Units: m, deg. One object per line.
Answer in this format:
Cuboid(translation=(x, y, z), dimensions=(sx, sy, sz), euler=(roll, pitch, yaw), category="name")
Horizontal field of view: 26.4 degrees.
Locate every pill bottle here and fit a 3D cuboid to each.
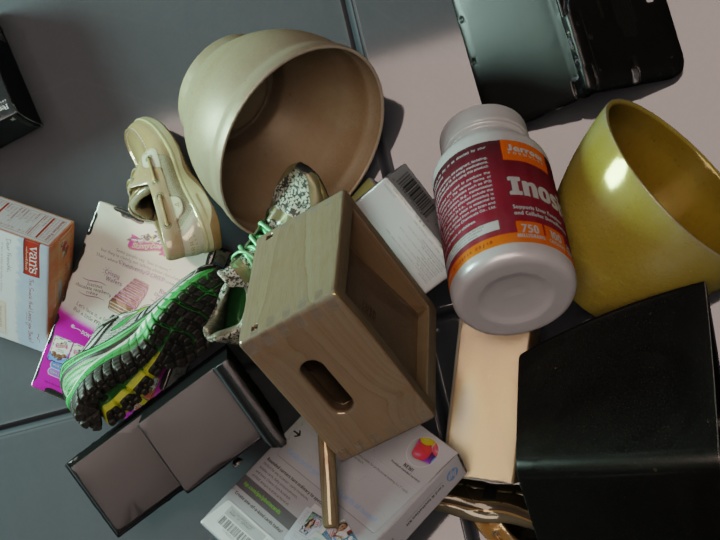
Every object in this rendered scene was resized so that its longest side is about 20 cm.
Cuboid(translation=(0.124, -0.051, 1.381), dimensions=(0.112, 0.113, 0.201), euler=(-15, 49, 9), category="pill bottle")

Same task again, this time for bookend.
Cuboid(translation=(-0.175, 0.168, 1.412), dimensions=(0.198, 0.200, 0.092), euler=(-36, 94, -5), category="bookend")

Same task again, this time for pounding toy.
Cuboid(translation=(-0.021, 0.080, 1.354), dimensions=(0.141, 0.185, 0.200), euler=(-27, 120, 21), category="pounding toy")

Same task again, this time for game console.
Cuboid(translation=(0.200, -0.259, 1.523), dimensions=(0.174, 0.116, 0.202), euler=(-13, 82, -21), category="game console")

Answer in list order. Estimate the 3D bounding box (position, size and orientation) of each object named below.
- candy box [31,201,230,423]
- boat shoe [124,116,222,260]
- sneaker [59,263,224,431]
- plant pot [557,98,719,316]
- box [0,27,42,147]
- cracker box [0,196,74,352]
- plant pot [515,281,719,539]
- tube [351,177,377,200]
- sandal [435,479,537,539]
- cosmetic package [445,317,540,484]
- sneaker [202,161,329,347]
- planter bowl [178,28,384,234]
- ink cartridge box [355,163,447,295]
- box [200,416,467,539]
Cuboid(translation=(-0.231, 0.048, 1.550), dimensions=(0.135, 0.061, 0.202), euler=(21, 90, 10), category="candy box")
Cuboid(translation=(-0.201, -0.082, 1.514), dimensions=(0.064, 0.073, 0.200), euler=(-21, 47, -17), category="boat shoe")
Cuboid(translation=(-0.211, 0.058, 1.477), dimensions=(0.199, 0.078, 0.085), euler=(-38, 47, -8), category="sneaker")
Cuboid(translation=(0.252, -0.037, 1.421), dimensions=(0.200, 0.200, 0.142), euler=(51, 119, 11), category="plant pot")
Cuboid(translation=(-0.456, -0.174, 1.605), dimensions=(0.199, 0.079, 0.142), euler=(-26, 78, 7), category="box")
Cuboid(translation=(-0.390, -0.012, 1.555), dimensions=(0.198, 0.058, 0.135), euler=(19, 126, 12), category="cracker box")
Cuboid(translation=(0.235, 0.157, 1.355), dimensions=(0.176, 0.200, 0.201), euler=(-8, 44, 14), category="plant pot")
Cuboid(translation=(-0.036, -0.001, 1.528), dimensions=(0.200, 0.052, 0.058), euler=(-49, 40, 8), category="tube")
Cuboid(translation=(0.135, 0.238, 1.461), dimensions=(0.198, 0.080, 0.055), euler=(10, 102, 13), category="sandal")
Cuboid(translation=(0.129, 0.098, 1.458), dimensions=(0.070, 0.105, 0.202), euler=(6, 87, 12), category="cosmetic package")
Cuboid(translation=(-0.090, -0.005, 1.429), dimensions=(0.077, 0.088, 0.202), euler=(32, 112, 30), category="sneaker")
Cuboid(translation=(-0.094, -0.151, 1.492), dimensions=(0.134, 0.200, 0.201), euler=(36, 92, 37), category="planter bowl")
Cuboid(translation=(0.000, 0.000, 1.469), dimensions=(0.200, 0.050, 0.109), euler=(-38, 92, 33), category="ink cartridge box")
Cuboid(translation=(-0.025, 0.207, 1.399), dimensions=(0.155, 0.041, 0.200), euler=(33, 72, 36), category="box")
